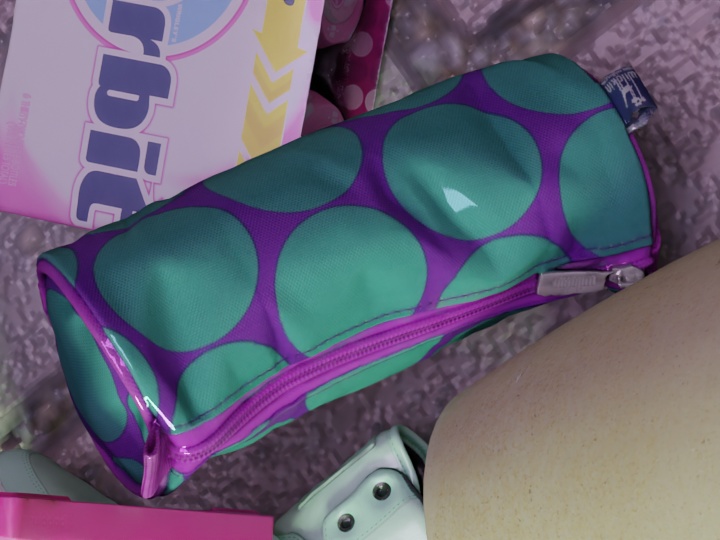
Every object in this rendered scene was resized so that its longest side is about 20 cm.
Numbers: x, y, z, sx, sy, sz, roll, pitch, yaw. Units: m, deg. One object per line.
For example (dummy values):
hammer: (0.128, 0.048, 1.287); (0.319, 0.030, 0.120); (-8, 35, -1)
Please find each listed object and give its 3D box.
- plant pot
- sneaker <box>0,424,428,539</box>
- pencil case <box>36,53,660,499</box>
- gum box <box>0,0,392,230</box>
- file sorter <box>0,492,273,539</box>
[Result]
plant pot: (0.127, 0.066, 0.904); (0.200, 0.187, 0.188); (-13, 85, 29)
sneaker: (-0.034, 0.089, 1.011); (0.200, 0.074, 0.118); (33, 95, 18)
pencil case: (0.000, 0.000, 0.937); (0.200, 0.085, 0.092); (-23, 51, -19)
gum box: (-0.050, -0.108, 1.017); (0.113, 0.066, 0.200); (12, 94, 21)
file sorter: (-0.149, 0.134, 0.934); (0.200, 0.139, 0.126); (-2, 83, 31)
